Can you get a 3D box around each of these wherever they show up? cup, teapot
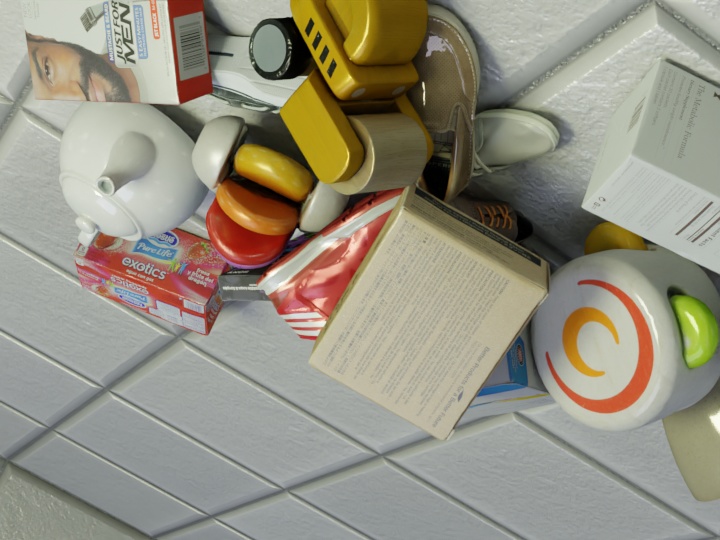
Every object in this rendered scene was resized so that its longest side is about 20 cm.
[{"bbox_3d":[0.409,0.137,1.504,0.144,0.200,0.200,53,151,3],"label":"cup"},{"bbox_3d":[-0.283,-0.103,1.599,0.196,0.147,0.200,20,156,36],"label":"teapot"}]

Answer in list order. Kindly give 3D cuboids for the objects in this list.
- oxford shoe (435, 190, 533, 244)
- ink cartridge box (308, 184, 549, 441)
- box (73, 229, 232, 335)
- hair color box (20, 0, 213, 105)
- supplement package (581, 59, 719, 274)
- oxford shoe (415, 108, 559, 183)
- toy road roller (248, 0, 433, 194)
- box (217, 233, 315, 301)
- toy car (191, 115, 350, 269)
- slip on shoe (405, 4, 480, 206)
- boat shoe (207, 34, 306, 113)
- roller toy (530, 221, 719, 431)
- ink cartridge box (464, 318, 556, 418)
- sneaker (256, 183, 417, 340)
[{"bbox_3d":[0.123,-0.057,1.440,0.072,0.072,0.200,-15,168,25],"label":"oxford shoe"},{"bbox_3d":[0.066,0.042,1.337,0.164,0.075,0.201,30,115,-5],"label":"ink cartridge box"},{"bbox_3d":[-0.281,-0.002,1.861,0.199,0.096,0.100,20,152,7],"label":"box"},{"bbox_3d":[-0.254,-0.234,1.411,0.199,0.064,0.112,6,110,32],"label":"hair color box"},{"bbox_3d":[0.323,-0.081,1.232,0.199,0.114,0.110,24,154,-5],"label":"supplement package"},{"bbox_3d":[0.114,-0.120,1.388,0.199,0.058,0.075,-4,141,40],"label":"oxford shoe"},{"bbox_3d":[0.005,-0.183,1.233,0.146,0.122,0.201,-40,71,38],"label":"toy road roller"},{"bbox_3d":[-0.049,-0.012,1.574,0.142,0.200,0.036,-1,110,38],"label":"box"},{"bbox_3d":[-0.111,-0.074,1.508,0.174,0.151,0.200,24,179,-3],"label":"toy car"},{"bbox_3d":[0.072,-0.153,1.302,0.075,0.061,0.201,10,129,17],"label":"slip on shoe"},{"bbox_3d":[-0.095,-0.200,1.411,0.199,0.072,0.071,19,163,33],"label":"boat shoe"},{"bbox_3d":[0.282,0.066,1.426,0.200,0.139,0.183,42,125,32],"label":"roller toy"},{"bbox_3d":[0.133,0.076,1.516,0.144,0.149,0.200,-13,164,26],"label":"ink cartridge box"},{"bbox_3d":[0.000,0.000,1.423,0.199,0.078,0.116,-33,97,17],"label":"sneaker"}]
